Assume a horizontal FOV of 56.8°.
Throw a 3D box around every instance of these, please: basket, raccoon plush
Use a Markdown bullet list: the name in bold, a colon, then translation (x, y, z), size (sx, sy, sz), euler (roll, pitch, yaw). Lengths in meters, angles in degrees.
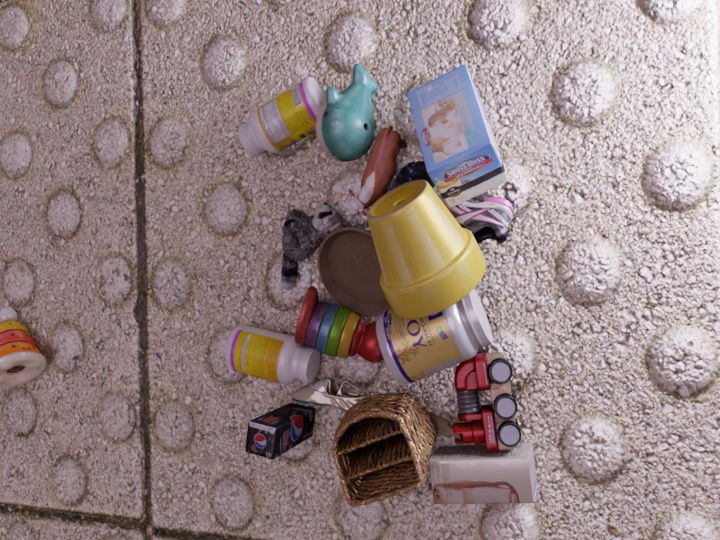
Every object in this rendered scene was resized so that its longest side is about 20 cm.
- **basket**: translation (0.033, 0.345, 1.310), size (0.197, 0.150, 0.144), euler (-26, 110, 33)
- **raccoon plush**: translation (-0.099, -0.051, 1.455), size (0.130, 0.098, 0.205), euler (10, 122, 7)

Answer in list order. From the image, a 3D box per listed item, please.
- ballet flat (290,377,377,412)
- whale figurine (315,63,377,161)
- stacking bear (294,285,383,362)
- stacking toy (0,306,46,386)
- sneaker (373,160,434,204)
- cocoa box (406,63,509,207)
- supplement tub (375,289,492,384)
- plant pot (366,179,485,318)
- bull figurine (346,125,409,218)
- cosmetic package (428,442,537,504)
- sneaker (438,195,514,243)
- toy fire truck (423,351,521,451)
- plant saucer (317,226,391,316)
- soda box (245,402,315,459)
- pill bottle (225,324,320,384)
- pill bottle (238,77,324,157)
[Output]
- **ballet flat**: translation (-0.054, 0.264, 1.429), size (0.194, 0.069, 0.072), euler (11, 94, 11)
- **whale figurine**: translation (-0.009, -0.323, 1.366), size (0.102, 0.158, 0.205), euler (7, 67, 45)
- **stacking bear**: translation (-0.030, 0.130, 1.398), size (0.194, 0.122, 0.117), euler (19, 70, 6)
- **stacking toy**: translation (-0.907, 0.182, 1.723), size (0.145, 0.145, 0.203), euler (-36, 64, 16)
- **sneaker**: translation (0.082, -0.146, 1.352), size (0.075, 0.079, 0.199), euler (44, 70, 7)
- **cocoa box**: translation (0.183, -0.256, 1.268), size (0.130, 0.131, 0.205), euler (-21, 58, 17)
- **supplement tub**: translation (0.142, 0.118, 1.285), size (0.196, 0.145, 0.149), euler (-25, 82, 16)
- **plant pot**: translation (0.106, -0.049, 1.222), size (0.196, 0.202, 0.192), euler (-22, 113, 18)
- **bull figurine**: translation (0.037, -0.192, 1.364), size (0.064, 0.121, 0.205), euler (27, 99, 18)
- **cosmetic package**: translation (0.241, 0.396, 1.301), size (0.194, 0.103, 0.090), euler (-8, 89, 21)
- **sneaker**: translation (0.202, -0.093, 1.310), size (0.194, 0.081, 0.089), euler (-1, 62, 21)
- **toy fire truck**: translation (0.208, 0.262, 1.316), size (0.193, 0.129, 0.182), euler (-9, 87, 9)
- **plant saucer**: translation (0.000, 0.000, 1.387), size (0.195, 0.029, 0.206), euler (15, 123, 23)
- **soda box**: translation (-0.163, 0.332, 1.396), size (0.069, 0.199, 0.066), euler (8, 93, 19)
- **pill bottle**: translation (-0.190, 0.187, 1.457), size (0.194, 0.104, 0.108), euler (11, 94, 20)
- **pill bottle**: translation (-0.165, -0.324, 1.440), size (0.196, 0.104, 0.107), euler (-25, 82, 19)
